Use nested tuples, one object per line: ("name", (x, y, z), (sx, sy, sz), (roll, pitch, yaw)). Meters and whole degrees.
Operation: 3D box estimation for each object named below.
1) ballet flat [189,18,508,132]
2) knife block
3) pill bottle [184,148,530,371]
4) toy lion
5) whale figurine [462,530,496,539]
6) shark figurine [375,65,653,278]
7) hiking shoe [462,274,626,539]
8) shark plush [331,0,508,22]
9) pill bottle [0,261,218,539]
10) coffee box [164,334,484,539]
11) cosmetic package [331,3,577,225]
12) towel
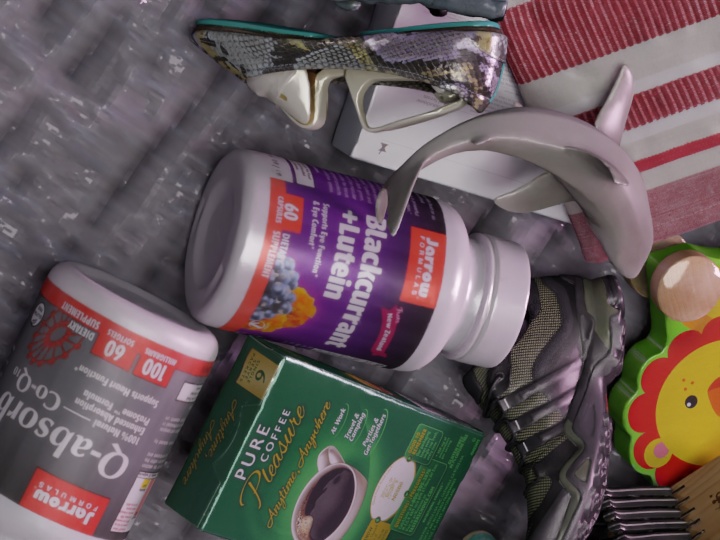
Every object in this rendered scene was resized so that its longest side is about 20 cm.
("ballet flat", (-0.010, -0.118, 1.609), (0.199, 0.072, 0.073), (2, 104, 14))
("knife block", (0.218, 0.204, 1.792), (0.175, 0.064, 0.200), (-35, 136, 17))
("pill bottle", (0.000, 0.000, 1.656), (0.199, 0.111, 0.112), (13, 98, -20))
("toy lion", (0.260, 0.056, 1.784), (0.199, 0.069, 0.193), (-16, 114, -14))
("whale figurine", (0.054, 0.269, 1.724), (0.159, 0.104, 0.200), (29, 106, -28))
("shark figurine", (0.113, -0.061, 1.593), (0.213, 0.089, 0.129), (10, 107, -32))
("hiking shoe", (0.114, 0.097, 1.722), (0.100, 0.076, 0.201), (8, 74, 11))
("shark plush", (-0.013, -0.178, 1.600), (0.199, 0.083, 0.091), (31, 97, 1))
("pill bottle", (-0.178, 0.106, 1.622), (0.115, 0.116, 0.201), (25, 94, -21))
("coffee box", (-0.020, 0.124, 1.676), (0.199, 0.044, 0.124), (22, 97, -45))
("cosmetic package", (0.099, -0.120, 1.692), (0.199, 0.052, 0.152), (16, 95, -20))
("towel", (0.174, -0.115, 1.657), (0.143, 0.023, 0.201), (-19, 109, 13))
